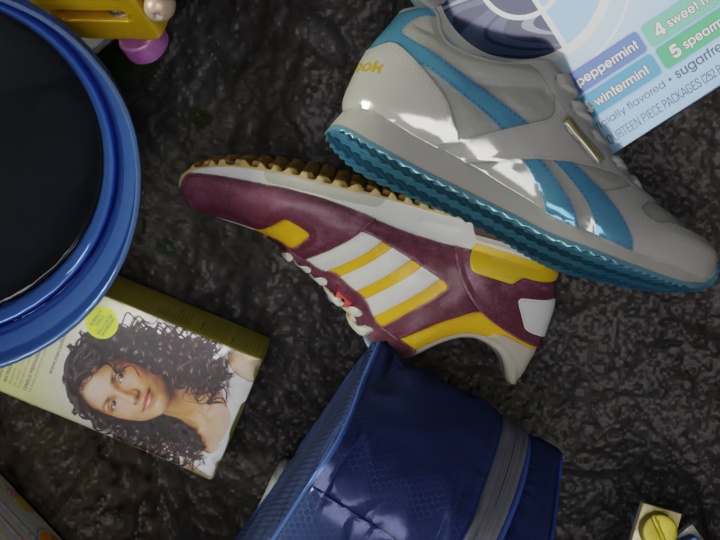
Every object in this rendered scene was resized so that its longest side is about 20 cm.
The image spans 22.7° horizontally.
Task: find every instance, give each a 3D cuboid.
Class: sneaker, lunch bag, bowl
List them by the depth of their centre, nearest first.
[{"bbox_3d":[0.087,-0.051,0.839,0.200,0.076,0.081,27,80,-12],"label":"sneaker"},{"bbox_3d":[-0.204,-0.045,0.842,0.200,0.039,0.201,-5,117,-11],"label":"bowl"},{"bbox_3d":[0.009,0.154,0.873,0.132,0.136,0.200,32,120,-3],"label":"lunch bag"},{"bbox_3d":[0.000,0.000,0.901,0.199,0.075,0.090,14,98,1],"label":"sneaker"}]

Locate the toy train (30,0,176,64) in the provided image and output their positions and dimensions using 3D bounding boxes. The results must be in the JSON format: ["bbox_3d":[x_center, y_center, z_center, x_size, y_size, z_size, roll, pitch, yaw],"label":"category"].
[{"bbox_3d":[-0.138,-0.163,0.807,0.199,0.150,0.056,17,66,2],"label":"toy train"}]

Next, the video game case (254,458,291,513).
[{"bbox_3d":[0.010,0.223,0.980,0.200,0.023,0.183,25,104,-3],"label":"video game case"}]

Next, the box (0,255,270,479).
[{"bbox_3d":[-0.152,0.033,0.931,0.199,0.050,0.075,22,103,-1],"label":"box"}]

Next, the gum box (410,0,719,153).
[{"bbox_3d":[0.105,-0.164,0.871,0.170,0.045,0.200,-33,100,11],"label":"gum box"}]

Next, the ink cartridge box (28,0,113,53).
[{"bbox_3d":[-0.211,-0.173,0.887,0.176,0.045,0.200,-38,98,10],"label":"ink cartridge box"}]

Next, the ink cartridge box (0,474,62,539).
[{"bbox_3d":[-0.228,0.179,0.930,0.125,0.129,0.200,-41,99,11],"label":"ink cartridge box"}]

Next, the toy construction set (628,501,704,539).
[{"bbox_3d":[0.128,0.226,0.912,0.131,0.092,0.200,42,102,-3],"label":"toy construction set"}]

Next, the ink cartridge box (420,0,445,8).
[{"bbox_3d":[-0.042,-0.212,0.783,0.200,0.145,0.084,36,98,19],"label":"ink cartridge box"}]
